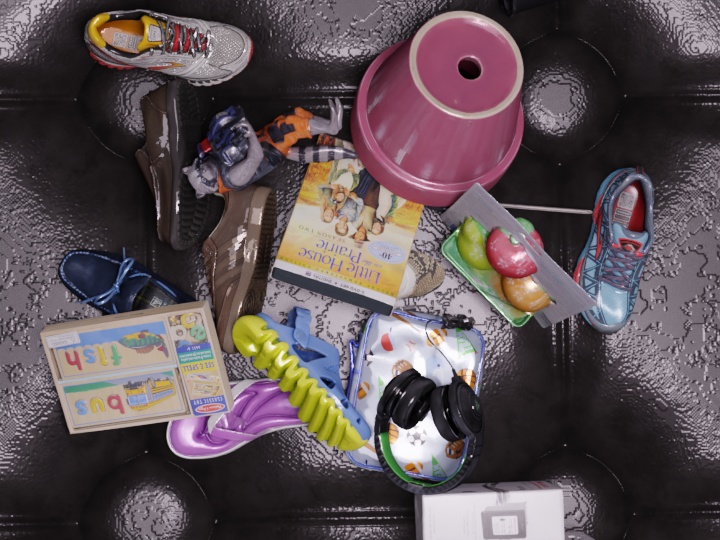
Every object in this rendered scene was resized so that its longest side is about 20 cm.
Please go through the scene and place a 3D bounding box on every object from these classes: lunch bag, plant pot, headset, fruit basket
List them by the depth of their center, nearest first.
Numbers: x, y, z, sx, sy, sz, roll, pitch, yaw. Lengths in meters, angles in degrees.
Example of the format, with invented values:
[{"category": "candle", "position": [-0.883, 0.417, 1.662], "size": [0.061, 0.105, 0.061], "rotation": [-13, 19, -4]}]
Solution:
[{"category": "headset", "position": [0.086, 0.147, 1.511], "size": [0.123, 0.094, 0.201], "rotation": [10, 94, 27]}, {"category": "plant pot", "position": [0.099, -0.194, 1.526], "size": [0.199, 0.179, 0.201], "rotation": [3, 72, -9]}, {"category": "fruit basket", "position": [0.176, -0.018, 1.535], "size": [0.185, 0.200, 0.094], "rotation": [45, 72, 1]}, {"category": "lunch bag", "position": [0.058, 0.140, 1.585], "size": [0.160, 0.076, 0.201], "rotation": [11, 88, 1]}]

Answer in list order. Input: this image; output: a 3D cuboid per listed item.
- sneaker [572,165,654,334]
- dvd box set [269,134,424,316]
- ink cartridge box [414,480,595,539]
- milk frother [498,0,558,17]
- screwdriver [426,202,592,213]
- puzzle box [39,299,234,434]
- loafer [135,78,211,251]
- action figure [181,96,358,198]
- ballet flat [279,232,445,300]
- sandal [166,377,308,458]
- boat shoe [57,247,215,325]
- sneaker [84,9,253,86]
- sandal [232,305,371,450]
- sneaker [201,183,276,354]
[{"category": "sneaker", "position": [0.299, -0.026, 1.589], "size": [0.079, 0.096, 0.201], "rotation": [8, 87, -1]}, {"category": "dvd box set", "position": [-0.008, -0.055, 1.566], "size": [0.146, 0.029, 0.200], "rotation": [19, 57, 0]}, {"category": "ink cartridge box", "position": [0.165, 0.280, 1.561], "size": [0.199, 0.116, 0.067], "rotation": [-2, 86, -3]}, {"category": "milk frother", "position": [0.242, -0.411, 1.555], "size": [0.187, 0.200, 0.181], "rotation": [-15, 84, -3]}, {"category": "screwdriver", "position": [0.177, -0.074, 1.623], "size": [0.199, 0.028, 0.029], "rotation": [9, 118, -3]}, {"category": "puzzle box", "position": [-0.255, 0.113, 1.555], "size": [0.199, 0.025, 0.134], "rotation": [-10, 109, 11]}, {"category": "loafer", "position": [-0.224, -0.122, 1.596], "size": [0.071, 0.073, 0.201], "rotation": [-4, 85, 25]}, {"category": "action figure", "position": [-0.109, -0.132, 1.535], "size": [0.193, 0.200, 0.105], "rotation": [-22, 110, 6]}, {"category": "ballet flat", "position": [0.000, 0.000, 1.586], "size": [0.199, 0.075, 0.068], "rotation": [15, 114, -2]}, {"category": "sandal", "position": [-0.132, 0.164, 1.587], "size": [0.202, 0.050, 0.083], "rotation": [-18, 88, -3]}, {"category": "boat shoe", "position": [-0.257, 0.024, 1.580], "size": [0.199, 0.069, 0.084], "rotation": [19, 87, -1]}, {"category": "sneaker", "position": [-0.225, -0.262, 1.588], "size": [0.199, 0.082, 0.078], "rotation": [3, 87, -3]}, {"category": "sandal", "position": [-0.051, 0.114, 1.539], "size": [0.087, 0.079, 0.200], "rotation": [-36, 85, -34]}, {"category": "sneaker", "position": [-0.151, -0.004, 1.597], "size": [0.075, 0.070, 0.201], "rotation": [10, 84, 18]}]
